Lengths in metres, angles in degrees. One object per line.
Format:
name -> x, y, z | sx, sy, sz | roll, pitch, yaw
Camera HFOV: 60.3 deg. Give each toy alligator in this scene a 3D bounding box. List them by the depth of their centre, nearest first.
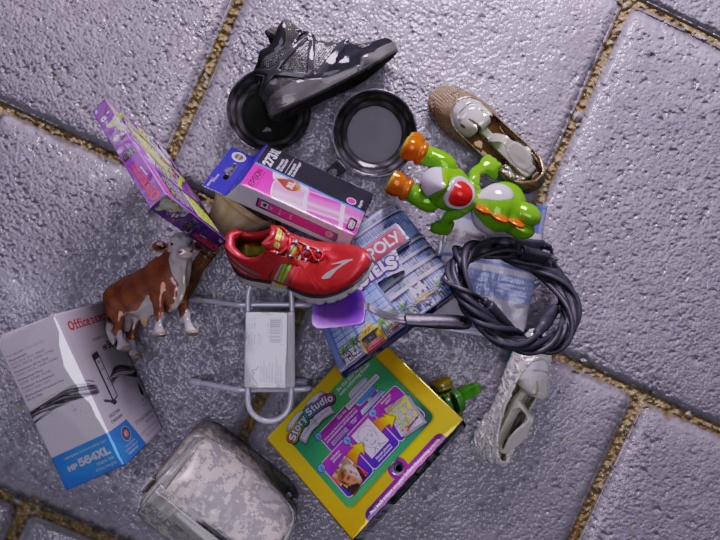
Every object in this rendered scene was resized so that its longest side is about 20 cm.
toy alligator -> 0.076, 0.197, 0.857 | 0.199, 0.054, 0.060 | -17, 93, -1

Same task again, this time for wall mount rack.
wall mount rack -> -0.150, 0.101, 0.841 | 0.172, 0.075, 0.202 | 1, 92, -5

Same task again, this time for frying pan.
frying pan -> -0.107, -0.182, 0.841 | 0.114, 0.031, 0.191 | -26, 91, -6
frying pan -> 0.003, -0.151, 0.844 | 0.114, 0.031, 0.191 | 25, 99, -4

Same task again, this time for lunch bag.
lunch bag -> -0.180, 0.312, 0.798 | 0.200, 0.168, 0.140 | 41, 91, -3

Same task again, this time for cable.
cable -> 0.193, 0.031, 0.803 | 0.199, 0.051, 0.164 | 3, 67, -24

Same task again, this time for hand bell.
hand bell -> -0.210, -0.021, 0.835 | 0.104, 0.104, 0.200 | 40, 103, -3

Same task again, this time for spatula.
spatula -> 0.041, 0.054, 0.752 | 0.199, 0.021, 0.057 | 8, 48, -12

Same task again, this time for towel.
towel -> 0.176, -0.005, 0.867 | 0.146, 0.024, 0.202 | 11, 92, -3

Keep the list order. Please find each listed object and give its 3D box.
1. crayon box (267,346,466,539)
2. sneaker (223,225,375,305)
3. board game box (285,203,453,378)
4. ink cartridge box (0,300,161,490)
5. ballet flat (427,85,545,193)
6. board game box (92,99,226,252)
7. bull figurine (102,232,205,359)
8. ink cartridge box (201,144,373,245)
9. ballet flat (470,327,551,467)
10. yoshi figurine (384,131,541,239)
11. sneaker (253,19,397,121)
crayon box -> 0.007, 0.211, 0.812 | 0.200, 0.058, 0.172 | -45, 65, -5
sneaker -> -0.082, -0.015, 0.740 | 0.199, 0.085, 0.077 | 3, 54, 24
board game box -> 0.000, 0.000, 0.819 | 0.199, 0.062, 0.200 | -36, 74, -7
ink cartridge box -> -0.352, 0.151, 0.796 | 0.084, 0.146, 0.201 | -23, 94, 1
ballet flat -> 0.177, -0.184, 0.838 | 0.200, 0.065, 0.071 | 38, 88, -3
board game box -> -0.246, -0.116, 0.756 | 0.032, 0.120, 0.200 | -38, 57, -1
bull figurine -> -0.264, 0.034, 0.797 | 0.199, 0.065, 0.122 | -25, 66, 35
ink cartridge box -> -0.088, -0.101, 0.783 | 0.199, 0.095, 0.037 | 23, 134, -2
ballet flat -> 0.223, 0.180, 0.854 | 0.071, 0.072, 0.201 | 25, 93, -3
yoshi figurine -> 0.138, -0.101, 0.815 | 0.199, 0.113, 0.112 | 26, 59, 3
sneaker -> -0.051, -0.286, 0.812 | 0.198, 0.076, 0.115 | -26, 94, -11
